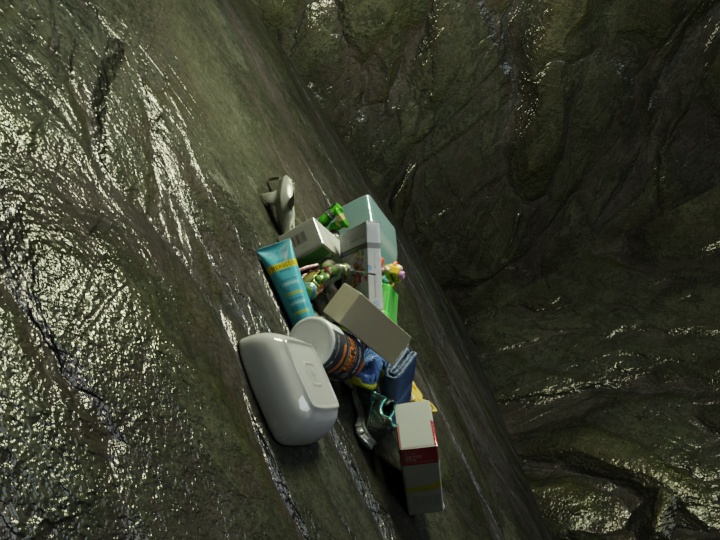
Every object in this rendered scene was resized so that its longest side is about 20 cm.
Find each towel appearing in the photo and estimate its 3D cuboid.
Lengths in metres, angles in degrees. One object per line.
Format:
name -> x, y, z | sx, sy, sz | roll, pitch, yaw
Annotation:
towel -> 0.083, 0.277, 1.582 | 0.112, 0.048, 0.201 | -46, 152, -40

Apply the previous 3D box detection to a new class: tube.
tube -> -0.148, 0.033, 1.419 | 0.201, 0.077, 0.050 | 66, -21, 14

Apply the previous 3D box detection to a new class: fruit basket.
fruit basket -> 0.030, 0.137, 1.786 | 0.216, 0.155, 0.217 | 16, 90, -77

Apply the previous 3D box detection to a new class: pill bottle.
pill bottle -> -0.060, 0.166, 1.372 | 0.200, 0.106, 0.107 | 38, 25, -62

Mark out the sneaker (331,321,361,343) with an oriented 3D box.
sneaker -> -0.034, 0.157, 1.597 | 0.200, 0.074, 0.083 | -45, 119, -82

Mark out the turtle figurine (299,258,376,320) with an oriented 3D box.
turtle figurine -> -0.066, 0.052, 1.532 | 0.194, 0.199, 0.145 | -89, 180, -77

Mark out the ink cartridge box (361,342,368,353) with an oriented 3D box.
ink cartridge box -> 0.018, 0.201, 1.676 | 0.095, 0.037, 0.201 | -93, 180, -65

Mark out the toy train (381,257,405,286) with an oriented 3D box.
toy train -> 0.043, -0.011, 1.799 | 0.150, 0.056, 0.200 | 21, -19, -5

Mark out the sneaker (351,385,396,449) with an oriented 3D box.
sneaker -> 0.037, 0.304, 1.492 | 0.078, 0.091, 0.200 | 53, 13, -30

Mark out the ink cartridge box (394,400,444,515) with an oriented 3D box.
ink cartridge box -> 0.128, 0.412, 1.482 | 0.145, 0.083, 0.201 | -96, 178, -61

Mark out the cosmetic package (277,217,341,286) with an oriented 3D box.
cosmetic package -> -0.105, -0.040, 1.668 | 0.200, 0.107, 0.085 | 38, 26, -59

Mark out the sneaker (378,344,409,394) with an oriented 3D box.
sneaker -> 0.065, 0.255, 1.685 | 0.086, 0.077, 0.201 | -10, 104, -56

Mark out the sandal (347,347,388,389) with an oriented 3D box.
sandal -> 0.021, 0.211, 1.536 | 0.079, 0.087, 0.200 | 18, 12, 13

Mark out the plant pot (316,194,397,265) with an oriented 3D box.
plant pot -> -0.003, -0.056, 1.958 | 0.196, 0.196, 0.201 | 48, 24, -48

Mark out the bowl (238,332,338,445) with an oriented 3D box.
bowl -> -0.112, 0.194, 1.169 | 0.201, 0.074, 0.200 | 64, 11, 19

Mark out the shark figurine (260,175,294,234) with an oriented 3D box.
shark figurine -> -0.206, -0.192, 1.685 | 0.128, 0.089, 0.215 | 99, -13, -48

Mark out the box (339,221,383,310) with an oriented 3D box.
box -> 0.000, 0.000, 1.562 | 0.156, 0.041, 0.201 | 161, -72, -64

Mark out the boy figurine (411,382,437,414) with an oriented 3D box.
boy figurine -> 0.147, 0.348, 1.933 | 0.200, 0.064, 0.124 | 56, 9, -6

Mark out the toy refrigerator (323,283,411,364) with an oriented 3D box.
toy refrigerator -> 0.016, 0.114, 1.430 | 0.070, 0.076, 0.200 | 31, -8, 49

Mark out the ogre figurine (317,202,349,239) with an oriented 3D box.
ogre figurine -> -0.082, -0.087, 1.840 | 0.201, 0.120, 0.098 | 64, 16, 22
